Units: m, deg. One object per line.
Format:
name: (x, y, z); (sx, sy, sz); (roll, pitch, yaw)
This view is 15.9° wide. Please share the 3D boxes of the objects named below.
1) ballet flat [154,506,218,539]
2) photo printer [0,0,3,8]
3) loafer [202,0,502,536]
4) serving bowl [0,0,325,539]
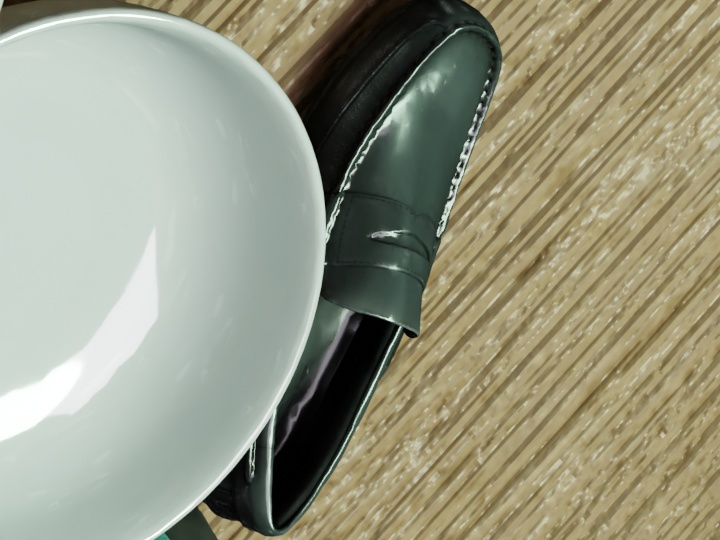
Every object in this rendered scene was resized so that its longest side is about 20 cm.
ballet flat: (-0.048, 0.164, 0.959); (0.068, 0.068, 0.200); (-40, 133, -15)
photo printer: (-0.181, -0.070, 0.678); (0.166, 0.069, 0.200); (17, 104, -8)
loafer: (0.000, 0.000, 0.906); (0.068, 0.070, 0.201); (22, 99, -44)
serving bowl: (-0.110, 0.003, 0.822); (0.200, 0.066, 0.201); (-18, 123, -31)
